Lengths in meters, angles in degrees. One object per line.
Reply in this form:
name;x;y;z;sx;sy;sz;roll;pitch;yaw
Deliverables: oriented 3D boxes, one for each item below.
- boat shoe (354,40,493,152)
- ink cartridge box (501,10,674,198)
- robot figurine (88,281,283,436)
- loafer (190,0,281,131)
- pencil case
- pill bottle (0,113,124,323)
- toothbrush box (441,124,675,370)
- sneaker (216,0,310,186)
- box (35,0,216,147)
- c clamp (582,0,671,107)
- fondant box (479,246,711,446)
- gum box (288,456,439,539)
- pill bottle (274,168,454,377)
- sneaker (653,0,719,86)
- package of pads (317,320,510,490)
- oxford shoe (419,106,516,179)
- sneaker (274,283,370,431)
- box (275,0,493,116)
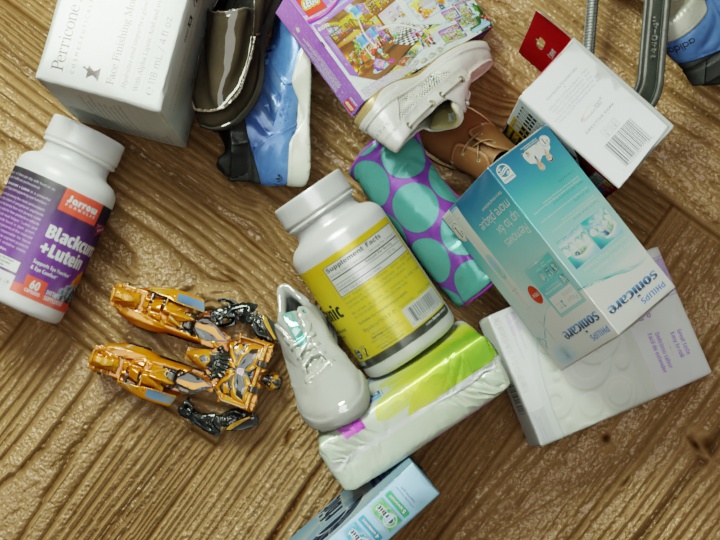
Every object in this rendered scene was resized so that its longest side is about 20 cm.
boat shoe;0.079;-0.174;1.437;0.069;0.071;0.200;48;53;10
ink cartridge box;0.208;-0.158;1.411;0.175;0.200;0.084;43;88;4
robot figurine;-0.178;0.090;1.467;0.199;0.058;0.146;17;86;3
loafer;-0.136;-0.238;1.417;0.073;0.071;0.201;1;67;25
pencil case;0.077;-0.063;1.463;0.092;0.085;0.200;-41;86;13
pill bottle;-0.325;-0.056;1.456;0.111;0.111;0.201;23;86;3
toothbrush box;0.189;-0.019;1.353;0.085;0.146;0.200;-37;86;-22
sneaker;-0.111;-0.191;1.473;0.110;0.077;0.202;0;91;-9
box;-0.227;-0.251;1.428;0.130;0.200;0.200;14;85;2
c clamp;0.263;-0.258;1.473;0.027;0.170;0.202;-3;94;-40
fondant box;0.243;0.079;1.451;0.199;0.058;0.145;-22;85;-9
gum box;-0.016;0.262;1.391;0.200;0.170;0.045;-42;92;-2
pill bottle;0.000;0.000;1.434;0.111;0.111;0.201;-34;93;-2
sneaker;0.394;-0.280;1.487;0.111;0.077;0.200;51;62;-22
package of pads;0.050;0.133;1.412;0.199;0.155;0.068;-33;95;0
oxford shoe;0.126;-0.131;1.476;0.199;0.071;0.072;33;88;8
sneaker;-0.052;0.082;1.391;0.075;0.200;0.089;-30;121;-1
box;0.028;-0.264;1.460;0.200;0.039;0.137;-33;85;-31
